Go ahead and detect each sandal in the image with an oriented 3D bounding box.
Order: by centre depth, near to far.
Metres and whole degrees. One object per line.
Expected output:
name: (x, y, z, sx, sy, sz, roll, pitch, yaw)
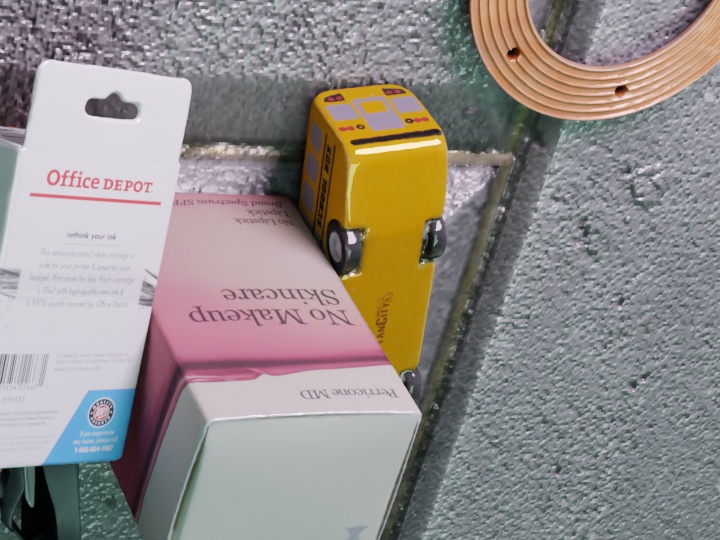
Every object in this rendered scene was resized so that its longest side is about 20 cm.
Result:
sandal: (-0.187, 0.096, 1.247, 0.043, 0.076, 0.201, -8, 127, -20)

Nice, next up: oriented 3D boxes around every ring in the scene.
ring: (0.151, -0.175, 1.243, 0.199, 0.019, 0.201, -13, 129, -16)

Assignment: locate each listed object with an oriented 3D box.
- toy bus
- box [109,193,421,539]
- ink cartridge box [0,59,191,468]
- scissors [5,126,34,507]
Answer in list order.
toy bus: (0.000, 0.000, 1.262, 0.065, 0.078, 0.201, -9, 128, -23)
box: (-0.071, 0.057, 1.189, 0.127, 0.200, 0.109, -1, 126, -28)
ink cartridge box: (-0.160, -0.008, 1.095, 0.116, 0.066, 0.201, 3, 101, -53)
scissors: (-0.178, 0.024, 1.172, 0.014, 0.073, 0.201, -1, 116, 11)
